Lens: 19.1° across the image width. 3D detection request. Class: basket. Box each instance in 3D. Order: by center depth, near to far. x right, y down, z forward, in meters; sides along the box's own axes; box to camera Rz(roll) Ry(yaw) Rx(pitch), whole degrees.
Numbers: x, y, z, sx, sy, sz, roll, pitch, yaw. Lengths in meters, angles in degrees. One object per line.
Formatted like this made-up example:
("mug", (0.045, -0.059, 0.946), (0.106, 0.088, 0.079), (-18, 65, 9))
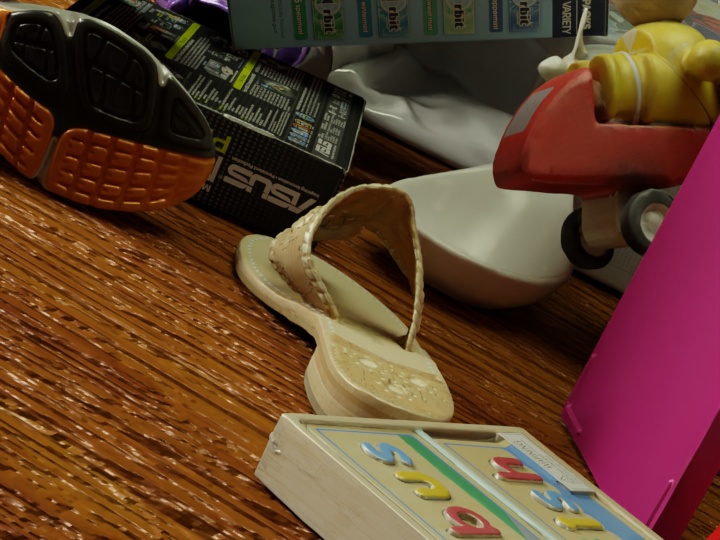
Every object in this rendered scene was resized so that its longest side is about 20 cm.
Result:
("basket", (0.091, -0.135, 1.353), (0.199, 0.136, 0.123), (26, 12, 4))

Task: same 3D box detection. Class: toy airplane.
("toy airplane", (0.171, -0.097, 1.035), (0.142, 0.199, 0.199), (70, 22, -2))

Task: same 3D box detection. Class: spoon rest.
("spoon rest", (0.073, -0.024, 1.082), (0.099, 0.061, 0.200), (28, 14, 14))

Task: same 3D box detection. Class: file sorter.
("file sorter", (0.191, 0.021, 0.844), (0.125, 0.201, 0.139), (24, 14, -13))

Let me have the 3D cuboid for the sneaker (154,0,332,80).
("sneaker", (-0.087, -0.158, 1.263), (0.083, 0.081, 0.200), (8, 22, -33))

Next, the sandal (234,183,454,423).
("sandal", (0.005, 0.002, 0.859), (0.077, 0.070, 0.212), (20, 15, -18))

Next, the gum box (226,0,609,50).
("gum box", (0.031, -0.187, 1.168), (0.198, 0.045, 0.171), (-3, 39, 3))

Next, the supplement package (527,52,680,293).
("supplement package", (0.181, -0.043, 1.217), (0.199, 0.115, 0.110), (27, 16, 5))

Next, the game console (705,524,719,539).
("game console", (0.184, 0.138, 0.676), (0.176, 0.031, 0.200), (38, 5, 14))

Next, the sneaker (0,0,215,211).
("sneaker", (-0.151, -0.091, 0.931), (0.199, 0.076, 0.092), (26, 10, -1))

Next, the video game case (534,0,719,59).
("video game case", (0.151, -0.161, 1.243), (0.198, 0.023, 0.182), (5, 31, -34))

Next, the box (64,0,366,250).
("box", (-0.080, -0.082, 1.069), (0.159, 0.045, 0.200), (23, 14, -4))

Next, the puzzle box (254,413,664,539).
("puzzle box", (0.072, 0.108, 0.685), (0.132, 0.026, 0.200), (7, 23, -48))
